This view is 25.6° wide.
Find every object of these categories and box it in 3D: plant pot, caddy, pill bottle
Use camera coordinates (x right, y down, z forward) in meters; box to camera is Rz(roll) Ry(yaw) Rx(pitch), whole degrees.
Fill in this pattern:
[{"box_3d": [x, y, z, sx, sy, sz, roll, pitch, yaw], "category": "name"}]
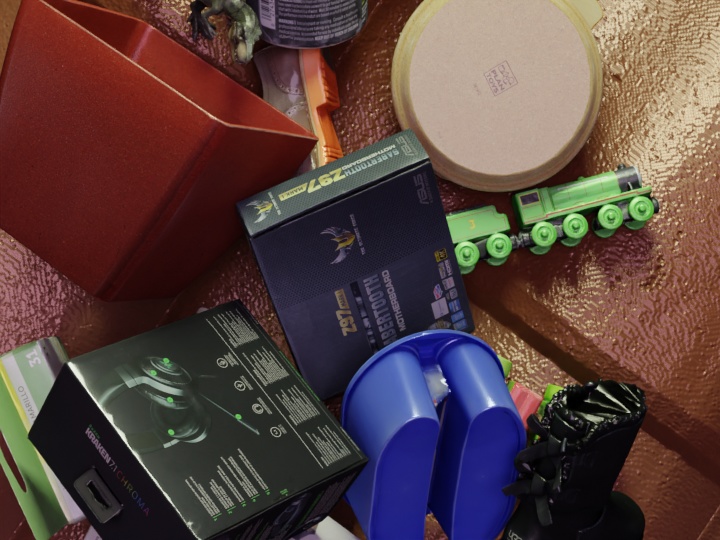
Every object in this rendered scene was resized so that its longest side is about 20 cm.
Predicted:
[{"box_3d": [-0.185, -0.086, 1.259, 0.199, 0.199, 0.177, 35, 102, 16], "category": "plant pot"}, {"box_3d": [0.055, 0.142, 1.285, 0.139, 0.105, 0.202, -6, 127, -17], "category": "caddy"}, {"box_3d": [-0.046, -0.292, 1.284, 0.105, 0.107, 0.202, -4, 126, -5], "category": "pill bottle"}]

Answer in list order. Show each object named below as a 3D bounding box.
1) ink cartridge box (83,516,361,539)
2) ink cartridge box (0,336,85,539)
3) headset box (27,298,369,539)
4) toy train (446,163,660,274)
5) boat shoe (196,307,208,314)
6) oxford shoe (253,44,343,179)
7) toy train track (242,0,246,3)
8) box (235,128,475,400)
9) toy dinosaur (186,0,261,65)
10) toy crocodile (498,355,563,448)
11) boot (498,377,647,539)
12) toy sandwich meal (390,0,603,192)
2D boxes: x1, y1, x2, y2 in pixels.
[{"box_3d": [-0.105, 0.230, 1.262, 0.199, 0.145, 0.085, 35, 121, 5], "category": "ink cartridge box"}, {"box_3d": [-0.245, 0.129, 1.252, 0.047, 0.200, 0.147, -25, 90, -2], "category": "ink cartridge box"}, {"box_3d": [-0.126, 0.135, 1.193, 0.174, 0.199, 0.093, 48, 129, 18], "category": "headset box"}, {"box_3d": [0.162, -0.046, 1.375, 0.197, 0.042, 0.057, -15, 79, -5], "category": "toy train"}, {"box_3d": [-0.081, 0.120, 1.330, 0.200, 0.074, 0.066, 47, 73, -11], "category": "boat shoe"}, {"box_3d": [-0.053, -0.097, 1.351, 0.072, 0.071, 0.203, -7, 82, 12], "category": "oxford shoe"}, {"box_3d": [-0.128, -0.316, 1.355, 0.114, 0.032, 0.203, -24, 102, -46], "category": "toy train track"}, {"box_3d": [0.000, 0.000, 1.295, 0.156, 0.051, 0.201, -22, 131, -6], "category": "box"}, {"box_3d": [-0.144, -0.246, 1.331, 0.047, 0.088, 0.201, -28, 78, -35], "category": "toy dinosaur"}, {"box_3d": [0.139, 0.120, 1.355, 0.198, 0.062, 0.068, 25, 86, -4], "category": "toy crocodile"}, {"box_3d": [0.190, 0.165, 1.281, 0.073, 0.197, 0.164, 33, 117, 35], "category": "boot"}, {"box_3d": [0.117, -0.169, 1.364, 0.202, 0.070, 0.208, 0, 93, -4], "category": "toy sandwich meal"}]
